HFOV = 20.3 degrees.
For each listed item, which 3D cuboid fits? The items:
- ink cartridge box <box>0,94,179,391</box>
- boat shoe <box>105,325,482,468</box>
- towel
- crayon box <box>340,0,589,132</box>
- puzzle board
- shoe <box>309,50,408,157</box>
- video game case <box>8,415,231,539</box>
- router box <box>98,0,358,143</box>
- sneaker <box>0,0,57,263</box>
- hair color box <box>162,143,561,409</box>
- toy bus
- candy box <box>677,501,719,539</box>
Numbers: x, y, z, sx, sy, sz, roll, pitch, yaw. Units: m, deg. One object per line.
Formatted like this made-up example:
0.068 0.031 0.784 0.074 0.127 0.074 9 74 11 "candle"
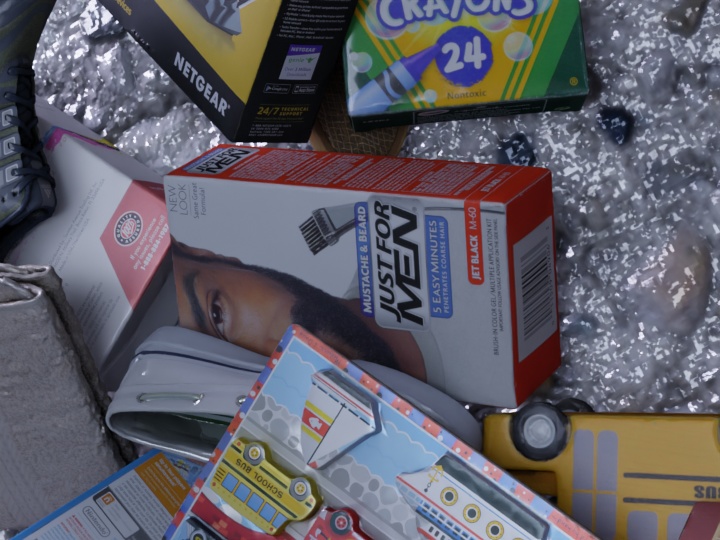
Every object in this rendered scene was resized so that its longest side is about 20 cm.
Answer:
-0.189 -0.031 1.154 0.200 0.067 0.117 34 99 19 "ink cartridge box"
-0.038 0.086 1.034 0.199 0.074 0.067 10 47 26 "boat shoe"
-0.196 0.075 1.103 0.132 0.035 0.200 0 132 23 "towel"
0.047 -0.181 1.055 0.125 0.052 0.201 -6 84 1 "crayon box"
0.004 0.141 0.964 0.200 0.017 0.151 34 100 21 "puzzle board"
-0.018 -0.145 1.105 0.070 0.053 0.201 -11 86 -13 "shoe"
-0.074 0.147 1.041 0.200 0.018 0.143 -32 56 -20 "video game case"
-0.073 -0.184 1.062 0.200 0.052 0.158 46 126 40 "router box"
-0.196 -0.068 1.091 0.081 0.074 0.201 23 102 14 "sneaker"
0.000 0.000 1.049 0.199 0.064 0.111 6 112 29 "hair color box"
0.163 0.105 1.004 0.199 0.065 0.079 -1 88 22 "toy bus"
0.175 0.222 0.930 0.055 0.115 0.201 0 109 21 "candy box"
